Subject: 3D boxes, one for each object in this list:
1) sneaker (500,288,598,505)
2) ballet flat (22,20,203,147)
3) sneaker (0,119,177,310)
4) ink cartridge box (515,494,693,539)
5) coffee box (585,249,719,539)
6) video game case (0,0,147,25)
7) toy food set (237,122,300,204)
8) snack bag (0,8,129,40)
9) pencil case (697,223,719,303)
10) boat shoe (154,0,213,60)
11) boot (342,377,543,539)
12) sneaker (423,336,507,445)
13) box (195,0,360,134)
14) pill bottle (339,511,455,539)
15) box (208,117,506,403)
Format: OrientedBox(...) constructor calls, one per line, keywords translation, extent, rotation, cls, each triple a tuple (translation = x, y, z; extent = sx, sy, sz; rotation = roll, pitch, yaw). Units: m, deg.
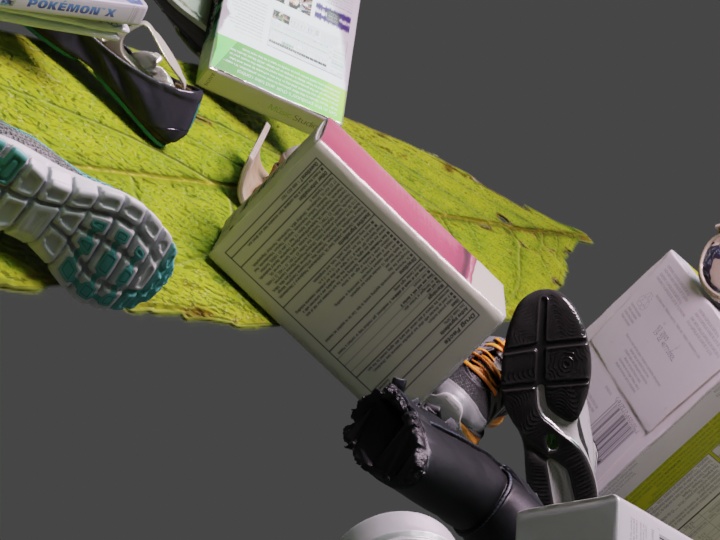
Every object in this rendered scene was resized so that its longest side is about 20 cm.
OrientedBox(translation=(0.159, 0.114, 1.834), extent=(0.115, 0.075, 0.202), rotation=(-30, 115, -84), cls="sneaker")
OrientedBox(translation=(-0.206, -0.187, 1.770), extent=(0.200, 0.073, 0.073), rotation=(42, 13, -12), cls="ballet flat")
OrientedBox(translation=(-0.196, -0.049, 1.366), extent=(0.200, 0.078, 0.091), rotation=(37, 11, -38), cls="sneaker")
OrientedBox(translation=(0.186, 0.252, 1.455), extent=(0.200, 0.083, 0.148), rotation=(33, 54, -44), cls="ink cartridge box")
OrientedBox(translation=(0.314, 0.144, 2.057), extent=(0.197, 0.200, 0.200), rotation=(38, 15, -29), cls="coffee box")
OrientedBox(translation=(-0.279, -0.261, 1.666), extent=(0.182, 0.022, 0.200), rotation=(2, 40, -43), cls="video game case")
OrientedBox(translation=(-0.022, -0.041, 1.904), extent=(0.200, 0.060, 0.144), rotation=(43, 13, -8), cls="toy food set")
OrientedBox(translation=(-0.292, -0.251, 1.684), extent=(0.188, 0.021, 0.200), rotation=(6, 36, -41), cls="snack bag")
OrientedBox(translation=(0.392, 0.024, 2.043), extent=(0.200, 0.078, 0.090), rotation=(33, 35, -44), cls="pencil case")
OrientedBox(translation=(-0.153, -0.244, 2.139), extent=(0.201, 0.061, 0.072), rotation=(44, 47, 3), cls="boat shoe")
OrientedBox(translation=(0.080, 0.166, 1.553), extent=(0.162, 0.073, 0.198), rotation=(37, 8, -37), cls="boot")
OrientedBox(translation=(0.101, 0.091, 1.842), extent=(0.078, 0.077, 0.200), rotation=(48, 14, 6), cls="sneaker")
OrientedBox(translation=(-0.076, -0.232, 2.113), extent=(0.144, 0.036, 0.201), rotation=(23, 48, -18), cls="box")
OrientedBox(translation=(0.038, 0.218, 1.169), extent=(0.111, 0.111, 0.200), rotation=(37, 15, -29), cls="pill bottle")
OrientedBox(translation=(0.000, 0.000, 1.693), extent=(0.200, 0.128, 0.109), rotation=(44, 12, -7), cls="box")
